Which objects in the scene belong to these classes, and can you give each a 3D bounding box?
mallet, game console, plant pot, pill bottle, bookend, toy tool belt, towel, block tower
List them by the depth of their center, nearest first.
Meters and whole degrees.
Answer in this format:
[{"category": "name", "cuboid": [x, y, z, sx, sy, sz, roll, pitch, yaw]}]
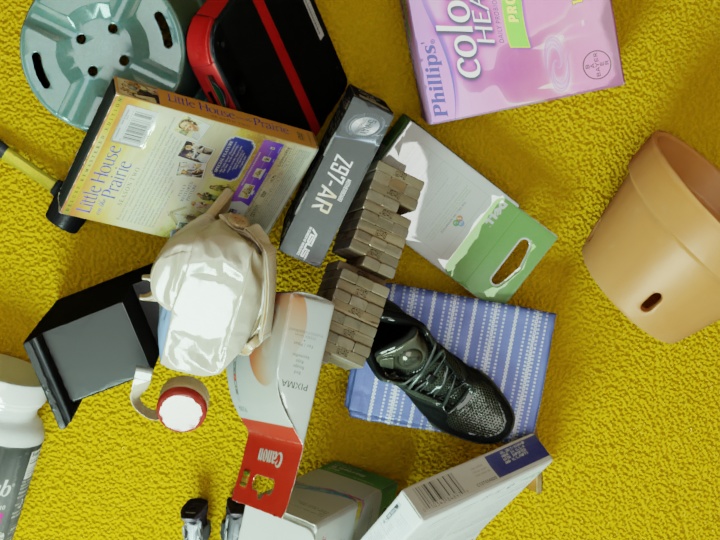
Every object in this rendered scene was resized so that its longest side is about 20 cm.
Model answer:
[{"category": "toy tool belt", "cuboid": [-0.142, 0.035, 1.275, 0.125, 0.123, 0.200, 12, 116, -7]}, {"category": "plant pot", "cuboid": [-0.234, -0.214, 1.333, 0.200, 0.196, 0.201, 0, 100, -2]}, {"category": "game console", "cuboid": [-0.086, -0.199, 1.335, 0.031, 0.177, 0.200, 5, 139, 29]}, {"category": "block tower", "cuboid": [0.000, 0.000, 1.335, 0.058, 0.054, 0.200, 24, 76, -18]}, {"category": "bookend", "cuboid": [-0.208, 0.054, 1.381, 0.200, 0.199, 0.092, -21, 101, 0]}, {"category": "plant pot", "cuboid": [0.319, -0.023, 1.406, 0.200, 0.200, 0.140, 40, 114, -9]}, {"category": "mallet", "cuboid": [-0.350, -0.124, 1.427, 0.200, 0.041, 0.066, 41, 96, -5]}, {"category": "pill bottle", "cuboid": [-0.393, 0.193, 1.441, 0.116, 0.116, 0.201, 18, 99, -6]}, {"category": "towel", "cuboid": [0.091, 0.096, 1.441, 0.199, 0.024, 0.145, 10, 93, 2]}]

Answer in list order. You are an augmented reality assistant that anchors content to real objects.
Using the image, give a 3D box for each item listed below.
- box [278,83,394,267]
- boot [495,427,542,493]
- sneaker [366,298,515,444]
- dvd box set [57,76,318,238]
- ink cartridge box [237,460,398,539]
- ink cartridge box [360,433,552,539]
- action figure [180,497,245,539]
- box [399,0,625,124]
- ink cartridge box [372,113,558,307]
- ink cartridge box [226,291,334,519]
[{"category": "box", "cuboid": [-0.025, -0.097, 1.361, 0.043, 0.200, 0.161, 25, 98, -6]}, {"category": "boot", "cuboid": [0.111, 0.152, 1.486, 0.144, 0.071, 0.202, -13, 97, 6]}, {"category": "sneaker", "cuboid": [0.069, 0.107, 1.376, 0.199, 0.114, 0.076, 43, 95, -2]}, {"category": "dvd box set", "cuboid": [-0.158, -0.090, 1.280, 0.200, 0.029, 0.146, 13, 129, -27]}, {"category": "ink cartridge box", "cuboid": [-0.050, 0.291, 1.426, 0.087, 0.200, 0.146, 16, 101, 21]}, {"category": "ink cartridge box", "cuboid": [0.074, 0.257, 1.409, 0.041, 0.199, 0.200, 53, 133, 22]}, {"category": "action figure", "cuboid": [-0.164, 0.346, 1.505, 0.130, 0.069, 0.201, 2, 103, -8]}, {"category": "box", "cuboid": [0.145, -0.254, 1.392, 0.199, 0.097, 0.176, -11, 101, 0]}, {"category": "ink cartridge box", "cuboid": [0.093, -0.059, 1.442, 0.200, 0.059, 0.104, 36, 97, -13]}, {"category": "ink cartridge box", "cuboid": [-0.093, 0.120, 1.308, 0.050, 0.162, 0.201, 18, 81, -21]}]
